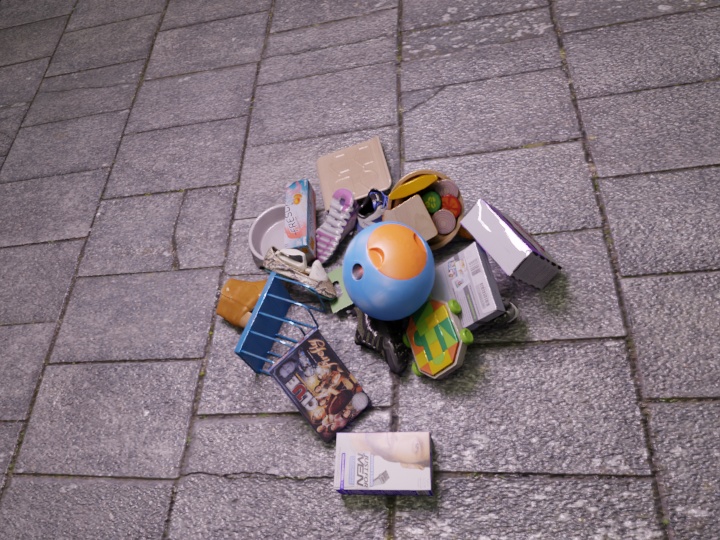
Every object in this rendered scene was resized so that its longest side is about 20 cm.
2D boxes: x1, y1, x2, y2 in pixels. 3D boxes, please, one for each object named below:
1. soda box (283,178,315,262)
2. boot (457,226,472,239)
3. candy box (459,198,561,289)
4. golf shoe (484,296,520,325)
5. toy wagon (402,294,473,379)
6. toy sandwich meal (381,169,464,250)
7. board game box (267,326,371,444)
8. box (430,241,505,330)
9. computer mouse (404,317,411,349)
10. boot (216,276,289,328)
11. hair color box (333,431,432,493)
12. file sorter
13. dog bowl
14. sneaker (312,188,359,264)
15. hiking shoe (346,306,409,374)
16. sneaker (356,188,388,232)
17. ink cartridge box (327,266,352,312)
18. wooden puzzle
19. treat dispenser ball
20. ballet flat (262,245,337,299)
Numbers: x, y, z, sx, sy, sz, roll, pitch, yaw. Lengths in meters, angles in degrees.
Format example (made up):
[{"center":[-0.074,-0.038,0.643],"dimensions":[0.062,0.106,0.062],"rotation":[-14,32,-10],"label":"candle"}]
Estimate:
[{"center":[-0.151,-0.126,1.347],"dimensions":[0.062,0.069,0.205],"rotation":[-10,59,12],"label":"soda box"},{"center":[0.168,-0.094,1.310],"dimensions":[0.199,0.071,0.145],"rotation":[35,106,-6],"label":"boot"},{"center":[0.329,-0.054,1.161],"dimensions":[0.072,0.198,0.169],"rotation":[-49,56,20],"label":"candy box"},{"center":[0.261,0.085,1.187],"dimensions":[0.197,0.093,0.080],"rotation":[15,94,47],"label":"golf shoe"},{"center":[0.152,0.124,1.140],"dimensions":[0.155,0.039,0.204],"rotation":[-40,53,33],"label":"toy wagon"},{"center":[0.142,-0.132,1.231],"dimensions":[0.198,0.070,0.212],"rotation":[2,105,7],"label":"toy sandwich meal"},{"center":[-0.085,0.243,1.135],"dimensions":[0.135,0.035,0.202],"rotation":[-39,100,-9],"label":"board game box"},{"center":[0.203,0.059,1.159],"dimensions":[0.198,0.040,0.160],"rotation":[-36,55,36],"label":"box"},{"center":[0.111,0.105,1.239],"dimensions":[0.057,0.034,0.205],"rotation":[-24,64,11],"label":"computer mouse"},{"center":[-0.269,0.044,1.339],"dimensions":[0.141,0.071,0.205],"rotation":[24,76,22],"label":"boot"},{"center":[0.047,0.386,1.073],"dimensions":[0.193,0.065,0.112],"rotation":[-4,59,11],"label":"hair color box"},{"center":[-0.176,0.137,1.236],"dimensions":[0.119,0.140,0.204],"rotation":[14,65,18],"label":"file sorter"},{"center":[-0.209,-0.088,1.419],"dimensions":[0.194,0.059,0.205],"rotation":[-7,59,11],"label":"dog bowl"},{"center":[-0.058,-0.105,1.378],"dimensions":[0.079,0.088,0.204],"rotation":[29,94,28],"label":"sneaker"},{"center":[0.039,0.154,1.210],"dimensions":[0.100,0.075,0.204],"rotation":[-40,58,26],"label":"hiking shoe"},{"center":[0.073,-0.153,1.342],"dimensions":[0.194,0.116,0.082],"rotation":[-16,58,6],"label":"sneaker"},{"center":[0.000,0.000,1.293],"dimensions":[0.195,0.049,0.147],"rotation":[-24,40,0],"label":"ink cartridge box"},{"center":[-0.019,-0.261,1.475],"dimensions":[0.195,0.047,0.189],"rotation":[-20,57,10],"label":"wooden puzzle"},{"center":[0.059,0.001,1.124],"dimensions":[0.194,0.202,0.206],"rotation":[-7,59,11],"label":"treat dispenser ball"},{"center":[-0.137,-0.002,1.260],"dimensions":[0.195,0.068,0.077],"rotation":[25,112,6],"label":"ballet flat"}]
